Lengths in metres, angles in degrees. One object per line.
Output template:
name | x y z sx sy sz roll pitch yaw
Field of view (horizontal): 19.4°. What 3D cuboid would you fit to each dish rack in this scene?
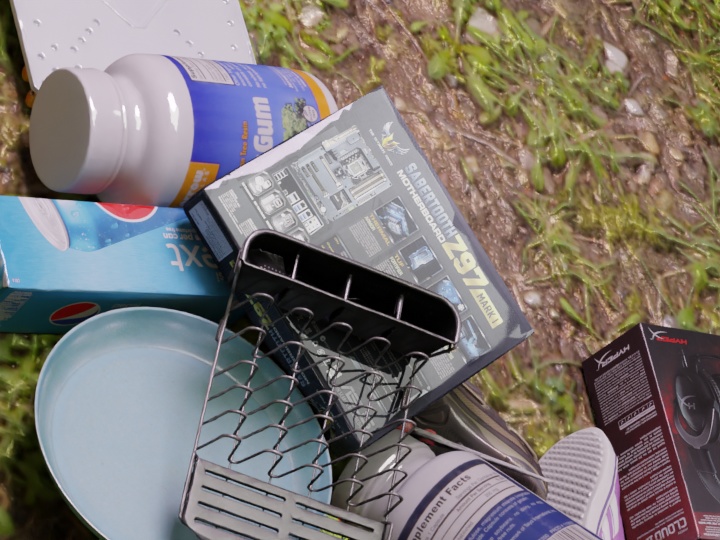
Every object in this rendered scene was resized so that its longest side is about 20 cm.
dish rack | -0.028 0.091 1.296 0.153 0.055 0.201 21 62 -16

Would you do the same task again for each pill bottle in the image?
pill bottle | 0.078 0.188 1.373 0.200 0.111 0.111 32 34 30
pill bottle | -0.120 -0.089 1.440 0.199 0.112 0.112 1 62 -39

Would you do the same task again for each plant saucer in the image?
plant saucer | -0.112 0.111 1.310 0.199 0.027 0.201 18 46 -20

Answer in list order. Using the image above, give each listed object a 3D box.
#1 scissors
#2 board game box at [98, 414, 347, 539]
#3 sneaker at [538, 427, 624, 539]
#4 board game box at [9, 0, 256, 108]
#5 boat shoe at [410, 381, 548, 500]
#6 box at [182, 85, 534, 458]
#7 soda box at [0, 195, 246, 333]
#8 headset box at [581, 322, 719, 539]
scissors | 0.034 0.110 1.450 0.199 0.073 0.014 23 70 -15
board game box | -0.103 0.184 1.318 0.102 0.048 0.200 51 43 1
sneaker | 0.168 0.214 1.525 0.114 0.072 0.201 50 34 -30
board game box | -0.175 -0.199 1.531 0.199 0.026 0.201 3 61 -39
boat shoe | 0.051 0.107 1.496 0.200 0.074 0.073 45 18 0
box | 0.000 0.000 1.398 0.157 0.051 0.200 -32 90 -26
soda box | -0.164 -0.001 1.380 0.199 0.064 0.068 3 61 -39
headset box | 0.268 0.152 1.631 0.148 0.077 0.201 10 55 -36
